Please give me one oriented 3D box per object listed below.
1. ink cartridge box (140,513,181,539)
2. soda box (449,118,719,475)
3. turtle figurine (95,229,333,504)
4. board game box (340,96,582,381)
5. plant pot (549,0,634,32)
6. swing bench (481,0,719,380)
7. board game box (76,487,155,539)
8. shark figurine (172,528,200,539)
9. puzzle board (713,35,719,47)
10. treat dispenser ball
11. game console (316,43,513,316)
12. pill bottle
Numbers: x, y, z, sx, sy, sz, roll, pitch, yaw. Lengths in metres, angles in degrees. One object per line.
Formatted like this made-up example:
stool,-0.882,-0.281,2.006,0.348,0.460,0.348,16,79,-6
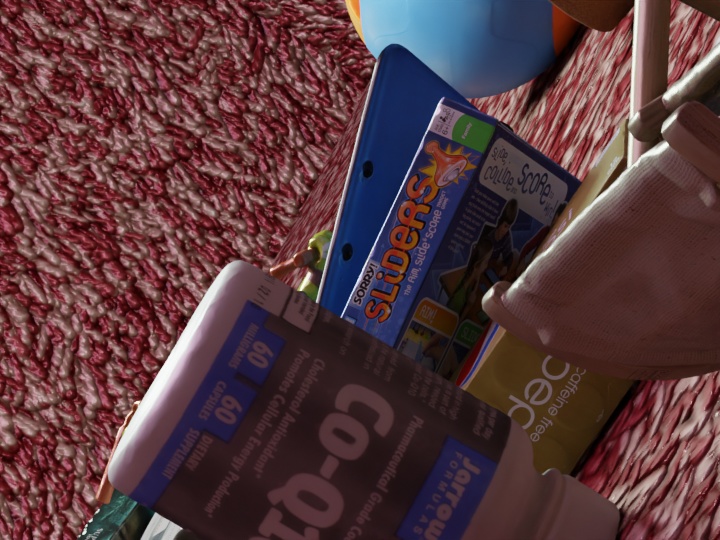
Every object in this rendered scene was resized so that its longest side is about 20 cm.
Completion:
ink cartridge box,-0.038,0.166,1.551,0.085,0.146,0.200,-62,5,-10
soda box,0.100,0.032,1.429,0.200,0.068,0.064,-57,6,20
turtle figurine,-0.066,0.061,1.567,0.200,0.064,0.161,-45,0,0
board game box,0.064,0.003,1.514,0.136,0.034,0.200,-65,-27,-2
plant pot,0.183,-0.300,2.063,0.200,0.186,0.186,-42,11,21
swing bench,0.161,-0.065,1.109,0.200,0.130,0.199,-67,9,-23
board game box,-0.099,0.208,1.701,0.028,0.200,0.135,1,40,35
shark figurine,-0.006,0.192,1.368,0.089,0.215,0.128,-19,-16,16
puzzle board,0.192,-0.091,1.543,0.151,0.017,0.200,-60,5,-13
treat dispenser ball,0.085,-0.238,2.385,0.201,0.201,0.201,-58,5,8
game console,0.000,0.000,1.601,0.171,0.118,0.200,-15,57,61
pill bottle,0.003,0.092,1.284,0.114,0.200,0.114,-59,4,7
